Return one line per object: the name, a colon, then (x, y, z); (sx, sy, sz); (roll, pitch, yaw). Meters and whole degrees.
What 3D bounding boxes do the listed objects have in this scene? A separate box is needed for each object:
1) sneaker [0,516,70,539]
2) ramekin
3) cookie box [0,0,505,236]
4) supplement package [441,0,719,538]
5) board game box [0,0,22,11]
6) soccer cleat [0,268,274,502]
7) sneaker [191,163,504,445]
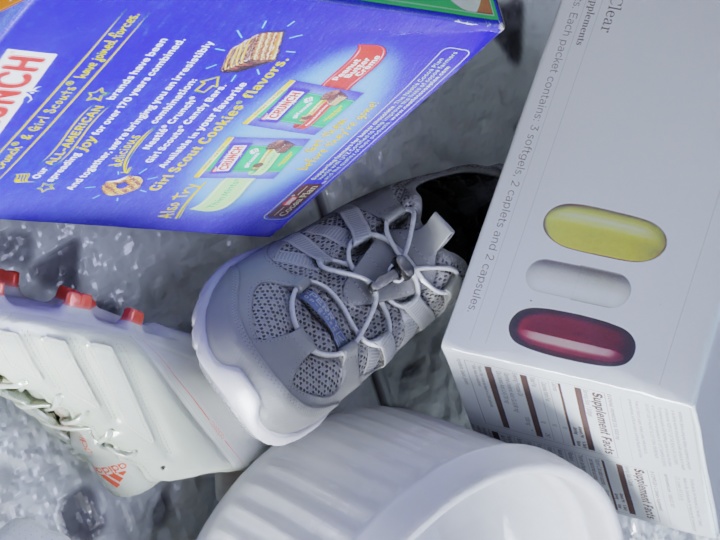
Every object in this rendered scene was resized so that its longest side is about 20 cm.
sneaker: (-0.106, 0.180, 1.116); (0.080, 0.070, 0.201); (-55, 136, -30)
ramekin: (0.011, 0.153, 1.166); (0.200, 0.105, 0.201); (-25, 127, -38)
cookie box: (-0.076, -0.089, 1.045); (0.199, 0.171, 0.076); (3, 59, -39)
supplement package: (0.127, -0.012, 1.196); (0.156, 0.110, 0.201); (67, 39, -63)
board game box: (-0.065, -0.156, 0.907); (0.200, 0.019, 0.103); (-34, 148, -46)
soccer cleat: (-0.104, 0.050, 1.113); (0.199, 0.069, 0.078); (17, 89, -41)
sneaker: (0.000, 0.000, 1.137); (0.075, 0.082, 0.200); (52, 37, -5)
